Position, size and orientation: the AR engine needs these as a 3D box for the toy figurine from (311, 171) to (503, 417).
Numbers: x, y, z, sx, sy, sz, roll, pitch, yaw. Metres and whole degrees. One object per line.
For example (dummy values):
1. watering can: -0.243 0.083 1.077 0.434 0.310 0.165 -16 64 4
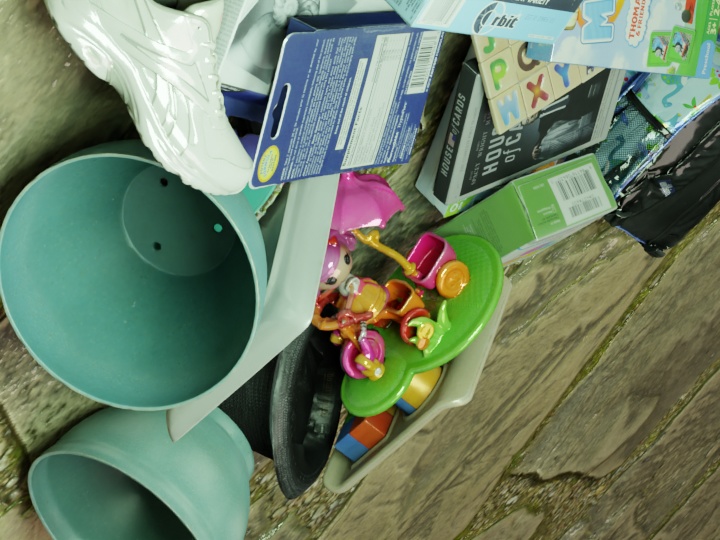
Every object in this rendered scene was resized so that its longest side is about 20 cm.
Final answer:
1. toy figurine: 0.000 0.000 1.625 0.200 0.150 0.184 -51 126 -7

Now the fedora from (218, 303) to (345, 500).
1. fedora: -0.080 0.111 1.714 0.200 0.091 0.202 9 90 -74

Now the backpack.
1. backpack: 0.301 -0.141 1.822 0.200 0.147 0.183 -43 153 12

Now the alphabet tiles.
1. alphabet tiles: 0.168 -0.233 1.561 0.199 0.008 0.168 -33 121 -27

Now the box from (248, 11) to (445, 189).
1. box: -0.016 -0.130 1.376 0.199 0.032 0.122 -14 126 -53

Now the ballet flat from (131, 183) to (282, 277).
1. ballet flat: -0.139 -0.035 1.500 0.200 0.076 0.064 -41 -175 8

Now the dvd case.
1. dvd case: 0.157 -0.149 1.637 0.199 0.025 0.151 -24 144 -32

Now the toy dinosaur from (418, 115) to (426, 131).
1. toy dinosaur: 0.029 -0.175 1.535 0.101 0.058 0.201 -46 163 -27

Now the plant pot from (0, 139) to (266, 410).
1. plant pot: -0.154 -0.016 1.389 0.201 0.199 0.135 -56 -178 27

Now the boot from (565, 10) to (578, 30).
1. boot: 0.117 -0.276 1.425 0.199 0.072 0.156 6 104 -47

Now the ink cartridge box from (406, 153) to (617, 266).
1. ink cartridge box: 0.139 -0.039 1.743 0.103 0.060 0.200 -20 174 -33

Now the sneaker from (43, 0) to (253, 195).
1. sneaker: -0.120 -0.137 1.243 0.099 0.078 0.200 -34 120 8

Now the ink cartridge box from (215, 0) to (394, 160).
1. ink cartridge box: -0.047 -0.170 1.370 0.199 0.040 0.201 7 108 -57

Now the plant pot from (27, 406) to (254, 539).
1. plant pot: -0.177 0.192 1.656 0.134 0.199 0.201 -51 164 -38

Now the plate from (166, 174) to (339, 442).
1. plate: -0.092 0.013 1.488 0.032 0.201 0.199 31 133 -20

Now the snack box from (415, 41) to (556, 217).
1. snack box: 0.143 -0.152 1.701 0.141 0.053 0.201 -18 145 -36

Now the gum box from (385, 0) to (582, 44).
1. gum box: 0.034 -0.236 1.266 0.169 0.200 0.045 -3 134 -52

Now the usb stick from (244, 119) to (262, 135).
1. usb stick: -0.068 -0.129 1.474 0.055 0.033 0.200 -36 153 -13

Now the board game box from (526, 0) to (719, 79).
1. board game box: 0.234 -0.247 1.581 0.199 0.036 0.153 0 103 -38

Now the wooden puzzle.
1. wooden puzzle: 0.044 0.098 1.733 0.200 0.046 0.186 -38 -163 40
